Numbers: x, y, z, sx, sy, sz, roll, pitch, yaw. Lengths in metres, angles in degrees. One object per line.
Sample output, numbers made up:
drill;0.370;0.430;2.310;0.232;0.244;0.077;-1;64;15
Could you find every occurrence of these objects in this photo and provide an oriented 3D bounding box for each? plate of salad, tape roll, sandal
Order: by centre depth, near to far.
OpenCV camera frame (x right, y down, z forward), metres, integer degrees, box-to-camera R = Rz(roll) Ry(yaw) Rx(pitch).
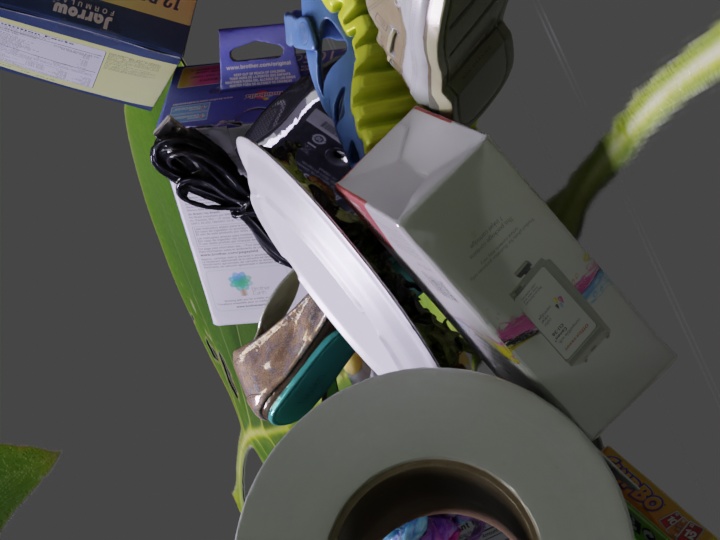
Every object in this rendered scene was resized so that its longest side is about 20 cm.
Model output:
tape roll;0.041;0.162;1.241;0.204;0.202;0.139;62;177;15
plate of salad;0.000;0.000;1.346;0.200;0.048;0.200;51;173;9
sandal;0.007;-0.107;1.352;0.087;0.079;0.201;124;138;-50

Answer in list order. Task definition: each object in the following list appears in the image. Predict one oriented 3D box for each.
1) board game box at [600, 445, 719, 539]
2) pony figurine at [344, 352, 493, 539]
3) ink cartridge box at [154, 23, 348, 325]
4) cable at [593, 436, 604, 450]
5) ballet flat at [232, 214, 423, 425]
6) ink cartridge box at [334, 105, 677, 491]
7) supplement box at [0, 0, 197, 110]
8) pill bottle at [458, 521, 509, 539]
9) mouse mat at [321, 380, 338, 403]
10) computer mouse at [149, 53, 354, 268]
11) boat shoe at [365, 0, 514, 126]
board game box;0.164;0.188;1.367;0.095;0.030;0.201;41;152;29
pony figurine;0.049;0.136;1.530;0.193;0.166;0.201;39;-148;-31
ink cartridge box;-0.049;-0.065;1.576;0.077;0.135;0.201;-80;-19;-47
cable;0.148;0.140;1.430;0.201;0.050;0.097;54;155;-4
ballet flat;-0.010;0.009;1.479;0.068;0.200;0.067;17;-147;-56
ink cartridge box;0.086;0.014;1.251;0.200;0.067;0.116;49;175;-20
supplement box;-0.166;-0.230;1.578;0.200;0.133;0.202;154;130;-79
pill bottle;0.076;0.222;1.679;0.201;0.112;0.113;63;168;11
mouse mat;-0.010;0.155;1.551;0.200;0.007;0.162;-89;-11;-74
computer mouse;-0.024;-0.083;1.480;0.138;0.053;0.199;37;138;-24
boat shoe;0.035;-0.138;1.203;0.068;0.075;0.200;38;160;15
